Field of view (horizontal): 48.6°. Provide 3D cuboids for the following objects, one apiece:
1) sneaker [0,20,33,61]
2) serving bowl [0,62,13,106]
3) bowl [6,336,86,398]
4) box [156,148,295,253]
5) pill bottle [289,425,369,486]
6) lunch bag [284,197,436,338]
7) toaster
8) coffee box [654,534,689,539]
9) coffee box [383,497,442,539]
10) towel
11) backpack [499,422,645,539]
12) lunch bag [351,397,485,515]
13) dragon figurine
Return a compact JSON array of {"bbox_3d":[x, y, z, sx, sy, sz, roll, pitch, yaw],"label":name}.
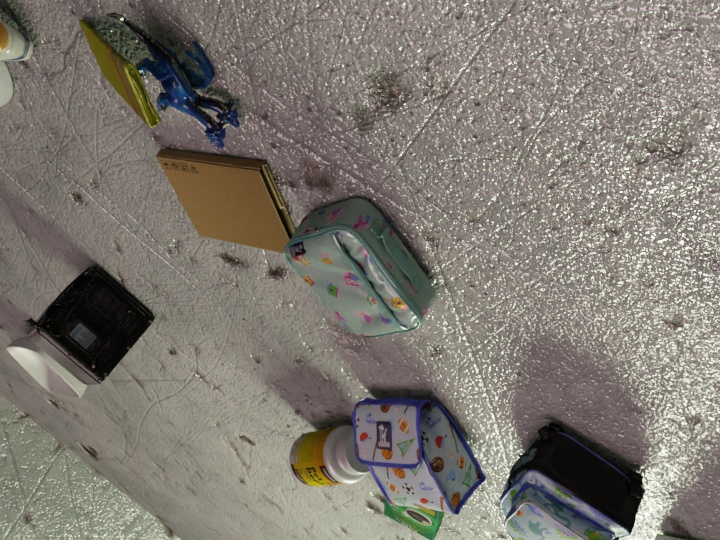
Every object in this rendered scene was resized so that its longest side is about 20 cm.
[{"bbox_3d":[-0.561,-0.331,1.136,0.199,0.076,0.088,20,-174,18],"label":"sneaker"},{"bbox_3d":[-0.644,-0.324,1.243,0.199,0.066,0.201,23,146,16],"label":"serving bowl"},{"bbox_3d":[-0.822,0.245,2.119,0.199,0.075,0.200,-1,134,42],"label":"bowl"},{"bbox_3d":[-0.192,-0.100,1.169,0.199,0.021,0.164,11,141,31],"label":"box"},{"bbox_3d":[-0.049,0.361,1.552,0.109,0.109,0.200,44,146,-14],"label":"pill bottle"},{"bbox_3d":[0.000,0.000,1.077,0.160,0.077,0.200,-11,126,48],"label":"lunch bag"},{"bbox_3d":[-0.549,0.109,1.606,0.200,0.181,0.118,44,147,-16],"label":"toaster"},{"bbox_3d":[0.540,0.547,1.189,0.199,0.198,0.200,-2,132,40],"label":"coffee box"},{"bbox_3d":[0.109,0.466,1.608,0.122,0.044,0.201,23,145,18],"label":"coffee box"},{"bbox_3d":[-0.304,-0.252,1.001,0.200,0.018,0.086,43,156,45],"label":"towel"},{"bbox_3d":[0.302,0.358,1.207,0.182,0.147,0.200,31,150,9],"label":"backpack"},{"bbox_3d":[0.087,0.306,1.359,0.169,0.124,0.201,-9,114,46],"label":"lunch bag"},{"bbox_3d":[-0.221,-0.241,0.981,0.099,0.059,0.201,9,140,34],"label":"dragon figurine"}]
